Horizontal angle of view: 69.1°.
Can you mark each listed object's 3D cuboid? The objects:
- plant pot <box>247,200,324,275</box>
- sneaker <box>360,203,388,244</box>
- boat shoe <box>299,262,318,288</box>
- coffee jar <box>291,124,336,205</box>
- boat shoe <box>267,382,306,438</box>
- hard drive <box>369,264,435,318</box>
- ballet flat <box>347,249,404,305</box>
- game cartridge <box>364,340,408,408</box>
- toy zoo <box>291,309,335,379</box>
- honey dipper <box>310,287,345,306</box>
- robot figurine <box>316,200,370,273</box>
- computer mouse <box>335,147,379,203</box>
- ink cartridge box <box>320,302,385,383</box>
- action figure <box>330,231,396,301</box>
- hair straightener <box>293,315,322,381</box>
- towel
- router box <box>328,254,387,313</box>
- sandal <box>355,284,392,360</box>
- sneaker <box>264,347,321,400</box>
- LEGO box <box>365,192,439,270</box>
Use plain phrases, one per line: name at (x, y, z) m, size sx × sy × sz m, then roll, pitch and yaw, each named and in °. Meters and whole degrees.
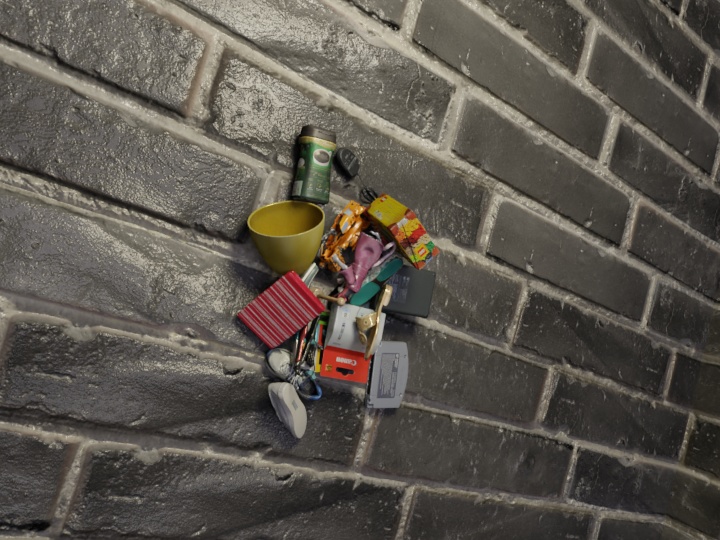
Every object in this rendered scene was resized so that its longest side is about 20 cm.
plant pot at (-0.187, -0.073, 1.361) m, size 0.197 × 0.200 × 0.145 m, roll -18°, pitch 126°, yaw -25°
sneaker at (0.070, -0.123, 1.544) m, size 0.198 × 0.073 × 0.088 m, roll 33°, pitch 80°, yaw -26°
boat shoe at (-0.165, 0.074, 1.429) m, size 0.061 × 0.073 × 0.202 m, roll 33°, pitch 86°, yaw -14°
coffee jar at (-0.125, -0.286, 1.419) m, size 0.102 × 0.085 × 0.205 m, roll 8°, pitch 91°, yaw -33°
boat shoe at (-0.203, 0.383, 1.433) m, size 0.073 × 0.067 × 0.202 m, roll -62°, pitch 146°, yaw -39°
hard drive at (0.128, 0.056, 1.540) m, size 0.196 × 0.033 × 0.143 m, roll 12°, pitch 88°, yaw -29°
ballet flat at (0.040, 0.017, 1.460) m, size 0.199 × 0.072 × 0.072 m, roll -41°, pitch 114°, yaw 13°
game cartridge at (0.084, 0.318, 1.605) m, size 0.130 × 0.041 × 0.205 m, roll 7°, pitch 90°, yaw -25°
toy zoo at (-0.122, 0.201, 1.450) m, size 0.129 × 0.020 × 0.204 m, roll 17°, pitch 63°, yaw -28°
honey dipper at (-0.091, 0.071, 1.399) m, size 0.037 × 0.199 × 0.039 m, roll -2°, pitch 93°, yaw -27°
robot figurine at (-0.051, -0.086, 1.457) m, size 0.202 × 0.057 × 0.146 m, roll -58°, pitch 151°, yaw -16°
computer mouse at (-0.010, -0.270, 1.519) m, size 0.201 × 0.034 × 0.059 m, roll 53°, pitch 54°, yaw -26°
ink cartridge box at (-0.020, 0.202, 1.450) m, size 0.157 × 0.047 × 0.205 m, roll 16°, pitch 78°, yaw -30°
action figure at (0.000, 0.000, 1.402) m, size 0.146 × 0.134 × 0.204 m, roll 21°, pitch 82°, yaw 17°
hair straightener at (-0.130, 0.201, 1.403) m, size 0.076 × 0.041 × 0.204 m, roll 24°, pitch 55°, yaw -25°
towel at (-0.206, 0.105, 1.368) m, size 0.199 × 0.023 × 0.145 m, roll -36°, pitch 111°, yaw 16°
router box at (0.022, 0.067, 1.538) m, size 0.200 × 0.062 × 0.151 m, roll -45°, pitch 113°, yaw -18°
sandal at (0.020, 0.131, 1.422) m, size 0.068 × 0.078 × 0.216 m, roll 22°, pitch 76°, yaw -7°
sneaker at (-0.175, 0.285, 1.434) m, size 0.200 × 0.085 × 0.078 m, roll 44°, pitch 74°, yaw -23°
LEGO box at (0.109, -0.110, 1.423) m, size 0.077 × 0.200 × 0.150 m, roll -40°, pitch 119°, yaw -1°
